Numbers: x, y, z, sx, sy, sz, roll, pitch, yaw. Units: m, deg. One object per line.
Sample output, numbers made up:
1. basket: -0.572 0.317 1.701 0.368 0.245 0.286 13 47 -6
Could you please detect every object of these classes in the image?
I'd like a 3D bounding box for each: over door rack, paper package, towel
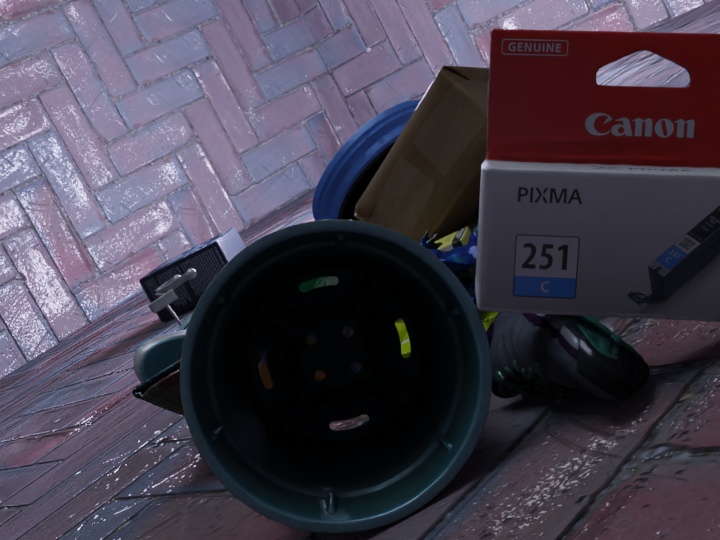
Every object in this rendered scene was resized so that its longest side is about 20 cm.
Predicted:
1. over door rack: -0.197 0.077 1.365 0.067 0.148 0.200 -34 9 -4
2. paper package: 0.122 -0.118 1.215 0.190 0.103 0.200 -12 -39 -51
3. towel: -0.122 0.103 1.069 0.146 0.022 0.200 -33 -20 4

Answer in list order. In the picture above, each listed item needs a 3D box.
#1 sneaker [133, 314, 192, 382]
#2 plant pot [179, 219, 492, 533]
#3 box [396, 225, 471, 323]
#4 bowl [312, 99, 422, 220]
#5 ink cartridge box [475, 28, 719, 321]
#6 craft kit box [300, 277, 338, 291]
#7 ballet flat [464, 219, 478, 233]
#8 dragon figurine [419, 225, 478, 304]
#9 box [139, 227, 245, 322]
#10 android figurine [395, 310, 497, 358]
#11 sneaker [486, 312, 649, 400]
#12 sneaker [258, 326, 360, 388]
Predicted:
1. sneaker: -0.186 0.091 1.187 0.200 0.080 0.130 7 8 -46
2. plant pot: -0.019 0.067 0.786 0.200 0.201 0.196 -28 1 -2
3. box: 0.040 0.029 1.150 0.200 0.075 0.050 -23 10 23
4. bowl: 0.033 -0.110 1.285 0.200 0.039 0.201 -34 -26 -19
5. ink cartridge box: 0.175 -0.060 0.677 0.199 0.177 0.045 2 12 5
6. craft kit box: 0.000 0.000 1.346 0.200 0.049 0.197 -33 -8 36
7. ballet flat: 0.168 -0.034 1.177 0.200 0.069 0.071 -31 29 -19
8. dragon figurine: 0.074 0.006 0.936 0.199 0.059 0.099 -13 21 23
9. box: -0.348 0.008 2.329 0.200 0.107 0.148 -25 9 13
10. android figurine: 0.098 0.045 0.996 0.182 0.041 0.200 -25 8 17
11. sneaker: 0.133 0.067 0.753 0.088 0.074 0.200 -58 11 9
12. sneaker: -0.073 0.100 1.033 0.200 0.075 0.088 -36 4 1
